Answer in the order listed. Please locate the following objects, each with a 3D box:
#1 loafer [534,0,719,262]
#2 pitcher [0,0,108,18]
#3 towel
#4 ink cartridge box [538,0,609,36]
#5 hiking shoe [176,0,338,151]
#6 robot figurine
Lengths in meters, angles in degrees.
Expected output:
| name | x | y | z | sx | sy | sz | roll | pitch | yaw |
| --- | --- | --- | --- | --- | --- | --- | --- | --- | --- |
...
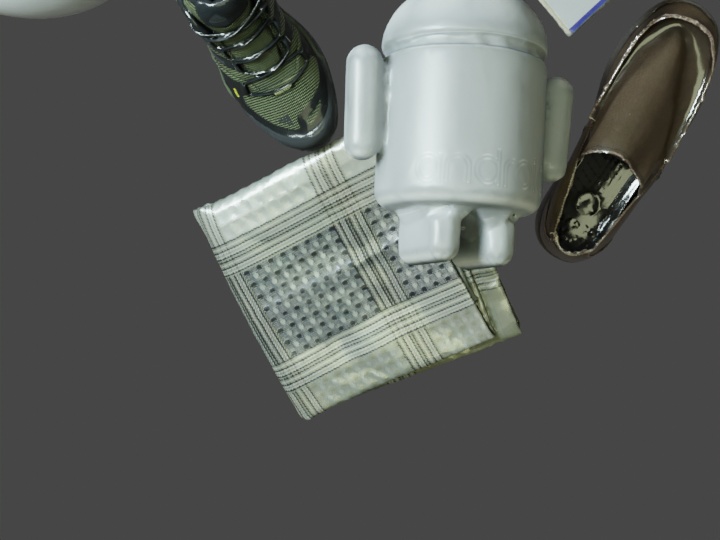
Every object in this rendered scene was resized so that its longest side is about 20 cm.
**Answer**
| name | x | y | z | sx | sy | sz | roll | pitch | yaw |
| --- | --- | --- | --- | --- | --- | --- | --- | --- | --- |
| loafer | 0.188 | -0.087 | 0.785 | 0.072 | 0.071 | 0.202 | 23 | 108 | 0 |
| pitcher | -0.247 | -0.255 | 0.777 | 0.198 | 0.121 | 0.174 | -5 | 91 | 20 |
| towel | 0.000 | 0.000 | 0.854 | 0.198 | 0.035 | 0.194 | -23 | 102 | 13 |
| ink cartridge box | 0.135 | -0.288 | 0.722 | 0.197 | 0.047 | 0.200 | -42 | 101 | -2 |
| hiking shoe | -0.085 | -0.165 | 0.781 | 0.075 | 0.101 | 0.201 | -30 | 100 | 16 |
| robot figurine | 0.068 | -0.103 | 0.759 | 0.168 | 0.113 | 0.203 | 4 | 86 | -25 |
